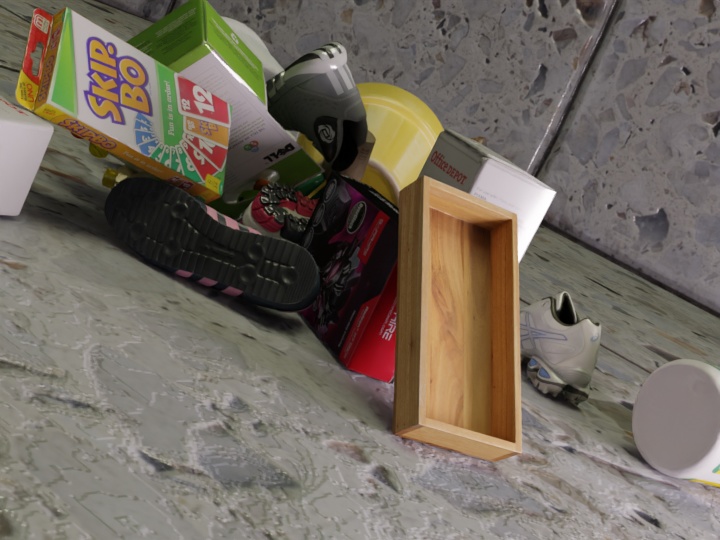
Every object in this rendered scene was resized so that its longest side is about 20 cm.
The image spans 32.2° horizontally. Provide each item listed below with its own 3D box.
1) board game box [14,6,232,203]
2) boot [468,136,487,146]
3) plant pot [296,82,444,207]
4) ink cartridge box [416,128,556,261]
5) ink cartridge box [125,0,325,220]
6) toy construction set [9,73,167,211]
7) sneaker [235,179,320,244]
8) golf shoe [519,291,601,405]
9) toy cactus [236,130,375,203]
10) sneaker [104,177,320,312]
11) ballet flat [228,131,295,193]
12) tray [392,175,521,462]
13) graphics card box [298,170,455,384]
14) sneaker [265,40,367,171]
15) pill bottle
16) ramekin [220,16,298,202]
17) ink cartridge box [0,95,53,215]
[{"bbox_3d":[-0.193,-0.140,1.048,0.199,0.096,0.030,26,-35,-37],"label":"board game box"},{"bbox_3d":[0.082,-0.071,1.319,0.075,0.200,0.074,24,51,5],"label":"boot"},{"bbox_3d":[0.003,-0.110,1.539,0.200,0.201,0.189,25,26,0],"label":"plant pot"},{"bbox_3d":[0.084,-0.019,1.177,0.084,0.201,0.146,22,11,-18],"label":"ink cartridge box"},{"bbox_3d":[-0.151,-0.144,1.213,0.200,0.147,0.076,45,26,-43],"label":"ink cartridge box"},{"bbox_3d":[-0.238,-0.113,1.116,0.199,0.093,0.131,20,-34,-25],"label":"toy construction set"},{"bbox_3d":[-0.051,-0.034,1.252,0.199,0.075,0.081,15,42,-48],"label":"sneaker"},{"bbox_3d":[0.198,0.064,1.338,0.078,0.098,0.200,18,11,-29],"label":"golf shoe"},{"bbox_3d":[-0.035,-0.077,1.334,0.199,0.165,0.103,15,34,-27],"label":"toy cactus"},{"bbox_3d":[-0.127,-0.014,1.076,0.199,0.070,0.082,27,-11,10],"label":"sneaker"},{"bbox_3d":[-0.144,-0.114,1.325,0.199,0.070,0.069,-12,30,-30],"label":"ballet flat"},{"bbox_3d":[0.074,0.037,0.954,0.098,0.201,0.037,19,-31,-31],"label":"tray"},{"bbox_3d":[0.000,0.000,1.091,0.051,0.126,0.200,20,12,-25],"label":"graphics card box"},{"bbox_3d":[-0.058,-0.146,1.268,0.116,0.075,0.200,61,-30,-5],"label":"sneaker"},{"bbox_3d":[0.366,0.158,1.216,0.199,0.113,0.113,17,13,-38],"label":"pill bottle"},{"bbox_3d":[-0.163,-0.172,1.397,0.200,0.201,0.098,16,22,-44],"label":"ramekin"},{"bbox_3d":[-0.347,-0.109,0.915,0.146,0.085,0.200,29,11,17],"label":"ink cartridge box"}]
